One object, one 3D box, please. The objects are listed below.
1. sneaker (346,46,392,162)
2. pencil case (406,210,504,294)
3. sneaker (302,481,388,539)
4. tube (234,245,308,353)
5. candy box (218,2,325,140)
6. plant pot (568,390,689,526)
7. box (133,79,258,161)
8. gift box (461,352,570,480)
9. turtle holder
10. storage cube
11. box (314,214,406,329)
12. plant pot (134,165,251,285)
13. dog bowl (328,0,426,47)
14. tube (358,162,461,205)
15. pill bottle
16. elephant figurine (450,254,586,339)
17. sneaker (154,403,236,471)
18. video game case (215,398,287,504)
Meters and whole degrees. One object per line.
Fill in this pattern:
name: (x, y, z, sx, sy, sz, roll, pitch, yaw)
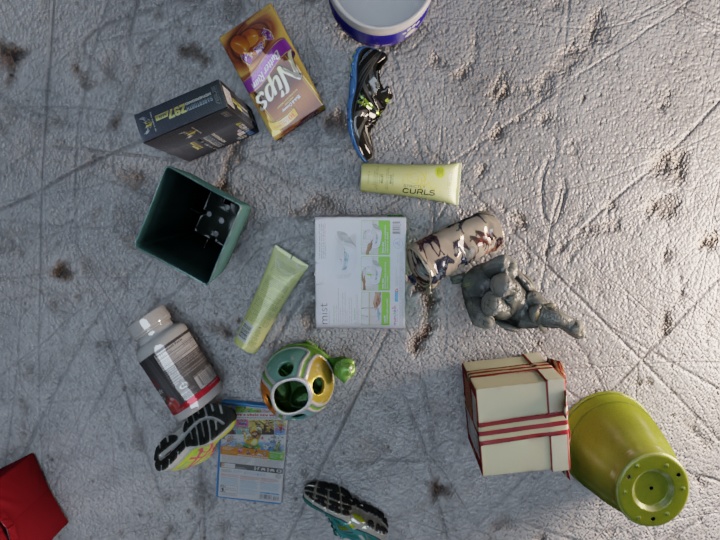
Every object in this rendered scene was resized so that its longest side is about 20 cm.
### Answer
sneaker: (0.018, -0.304, 1.011, 0.079, 0.071, 0.208, 4, 95, 8)
pencil case: (0.175, -0.038, 1.000, 0.196, 0.077, 0.092, -26, 101, -22)
sneaker: (-0.038, 0.504, 1.116, 0.197, 0.078, 0.081, 33, 106, -2)
tube: (-0.178, 0.061, 1.072, 0.057, 0.051, 0.205, 23, 96, -43)
candy box: (-0.160, -0.363, 1.018, 0.114, 0.057, 0.204, -29, 97, 5)
plant pot: (0.493, 0.357, 1.017, 0.192, 0.193, 0.209, 0, 98, 2)
box: (-0.276, -0.254, 0.963, 0.153, 0.200, 0.053, -20, 90, 4)
gift box: (0.295, 0.272, 1.014, 0.179, 0.200, 0.192, -7, 102, 1)
turtle holder: (-0.104, 0.220, 1.051, 0.178, 0.132, 0.147, 10, 97, 1)
storage cube: (-0.732, 0.507, 1.086, 0.195, 0.180, 0.176, -25, 96, 6)
box: (0.000, 0.000, 1.037, 0.169, 0.097, 0.208, -1, 98, 3)
plant pot: (-0.274, -0.084, 0.984, 0.138, 0.200, 0.145, 27, 98, -1)
dog bowl: (0.034, -0.509, 0.968, 0.192, 0.079, 0.209, 0, 90, 0)
tube: (0.094, -0.171, 1.039, 0.192, 0.053, 0.059, 4, 141, -3)
pill bottle: (-0.361, 0.174, 1.065, 0.109, 0.111, 0.204, -31, 95, 6)
elephant figurine: (0.291, 0.064, 1.027, 0.195, 0.159, 0.142, 20, 135, -26)
sneaker: (-0.316, 0.335, 1.102, 0.197, 0.090, 0.080, -34, 52, 14)
video game case: (-0.223, 0.373, 1.132, 0.137, 0.018, 0.208, 5, 98, 2)
